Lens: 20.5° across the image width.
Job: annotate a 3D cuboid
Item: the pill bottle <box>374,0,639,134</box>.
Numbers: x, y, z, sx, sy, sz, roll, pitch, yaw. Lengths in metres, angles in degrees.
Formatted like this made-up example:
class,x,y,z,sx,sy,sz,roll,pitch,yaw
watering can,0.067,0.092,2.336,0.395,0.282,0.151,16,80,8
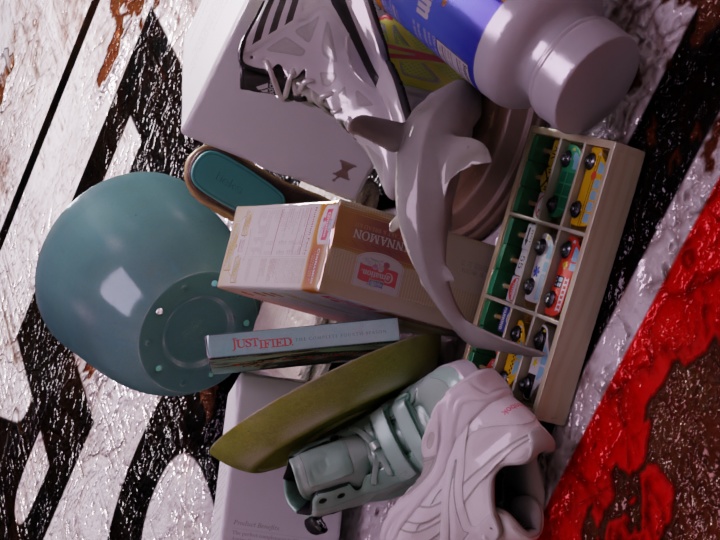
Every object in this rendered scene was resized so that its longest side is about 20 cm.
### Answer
class,x,y,z,sx,sy,sz,roll,pitch,yaw
pill bottle,0.104,-0.187,1.436,0.200,0.112,0.112,43,118,32

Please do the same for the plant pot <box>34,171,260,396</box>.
class,x,y,z,sx,sy,sz,roll,pitch,yaw
plant pot,-0.187,0.028,1.898,0.161,0.200,0.201,38,111,51

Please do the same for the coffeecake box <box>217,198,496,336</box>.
class,x,y,z,sx,sy,sz,roll,pitch,yaw
coffeecake box,0.000,0.000,1.556,0.200,0.153,0.073,1,76,64

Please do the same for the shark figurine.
class,x,y,z,sx,sy,sz,roll,pitch,yaw
shark figurine,0.066,-0.045,1.381,0.089,0.128,0.215,-19,69,41

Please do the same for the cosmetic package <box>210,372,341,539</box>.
class,x,y,z,sx,sy,sz,roll,pitch,yaw
cosmetic package,-0.068,0.193,1.638,0.074,0.101,0.201,124,155,-67

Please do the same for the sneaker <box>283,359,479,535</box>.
class,x,y,z,sx,sy,sz,roll,pitch,yaw
sneaker,0.015,0.135,1.472,0.200,0.118,0.074,-47,63,52

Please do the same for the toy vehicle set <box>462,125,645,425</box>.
class,x,y,z,sx,sy,sz,roll,pitch,yaw
toy vehicle set,0.134,0.000,1.428,0.124,0.026,0.201,20,94,65

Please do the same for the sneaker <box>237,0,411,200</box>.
class,x,y,z,sx,sy,sz,roll,pitch,yaw
sneaker,-0.027,-0.126,1.489,0.076,0.115,0.201,79,173,-63

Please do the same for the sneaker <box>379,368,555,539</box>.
class,x,y,z,sx,sy,sz,roll,pitch,yaw
sneaker,0.078,0.173,1.391,0.099,0.078,0.200,40,130,33

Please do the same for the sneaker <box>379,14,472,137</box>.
class,x,y,z,sx,sy,sz,roll,pitch,yaw
sneaker,0.009,-0.168,1.578,0.078,0.200,0.091,58,-127,-74

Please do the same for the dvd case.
class,x,y,z,sx,sy,sz,roll,pitch,yaw
dvd case,-0.049,0.060,1.560,0.200,0.146,0.022,119,145,-81

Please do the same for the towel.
class,x,y,z,sx,sy,sz,roll,pitch,yaw
towel,-0.041,0.006,1.782,0.132,0.034,0.201,23,96,64

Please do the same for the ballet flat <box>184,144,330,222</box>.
class,x,y,z,sx,sy,sz,roll,pitch,yaw
ballet flat,-0.061,-0.044,1.703,0.069,0.200,0.063,-54,2,-2

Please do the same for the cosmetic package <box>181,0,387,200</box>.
class,x,y,z,sx,sy,sz,roll,pitch,yaw
cosmetic package,-0.049,-0.198,1.726,0.167,0.167,0.200,-61,19,26

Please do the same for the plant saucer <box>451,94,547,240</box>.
class,x,y,z,sx,sy,sz,roll,pitch,yaw
plant saucer,0.088,-0.118,1.591,0.200,0.029,0.201,-41,42,51

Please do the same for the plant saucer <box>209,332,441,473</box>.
class,x,y,z,sx,sy,sz,roll,pitch,yaw
plant saucer,-0.020,0.108,1.531,0.200,0.200,0.031,-40,74,51
